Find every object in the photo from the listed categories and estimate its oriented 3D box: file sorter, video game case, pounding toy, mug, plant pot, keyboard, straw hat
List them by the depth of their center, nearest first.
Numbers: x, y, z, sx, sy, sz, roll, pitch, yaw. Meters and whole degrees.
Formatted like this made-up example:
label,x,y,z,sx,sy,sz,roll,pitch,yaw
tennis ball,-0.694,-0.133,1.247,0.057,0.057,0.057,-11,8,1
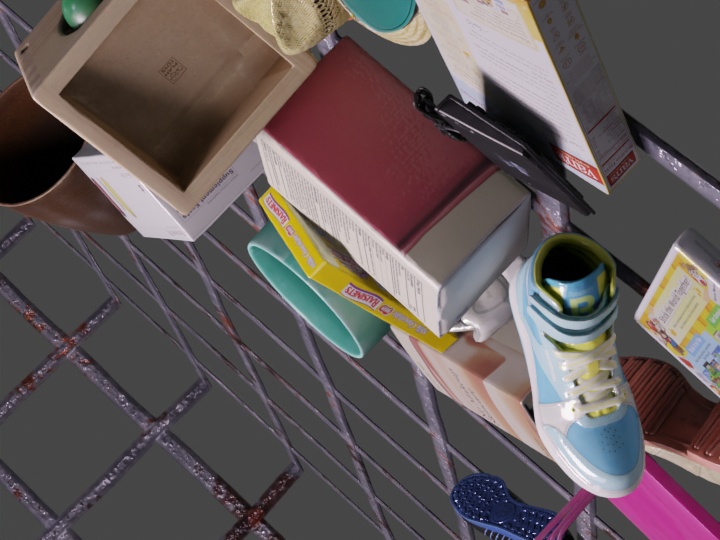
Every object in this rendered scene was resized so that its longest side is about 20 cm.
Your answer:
label,x,y,z,sx,sy,sz,roll,pitch,yaw
keyboard,0.091,-0.088,1.432,0.127,0.021,0.200,29,179,20
video game case,0.275,0.063,1.457,0.182,0.023,0.200,43,169,10
straw hat,-0.044,-0.201,1.492,0.201,0.085,0.201,43,168,11
pounding toy,-0.158,-0.190,1.589,0.200,0.184,0.142,38,-171,-28
mug,-0.009,-0.011,1.934,0.152,0.114,0.185,47,168,-13
file sorter,0.246,0.264,1.975,0.139,0.125,0.200,43,168,6
plant pot,-0.344,-0.126,2.604,0.187,0.187,0.200,34,179,40

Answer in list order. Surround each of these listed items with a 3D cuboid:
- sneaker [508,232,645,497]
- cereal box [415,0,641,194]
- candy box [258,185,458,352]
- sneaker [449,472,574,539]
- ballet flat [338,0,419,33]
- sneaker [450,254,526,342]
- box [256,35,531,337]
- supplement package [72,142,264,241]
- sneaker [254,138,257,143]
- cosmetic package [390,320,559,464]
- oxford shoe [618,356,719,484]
label,x,y,z,sx,sy,sz,roll,pitch,yaw
sneaker,0.166,0.065,1.565,0.131,0.079,0.201,100,151,-71
cereal box,0.094,-0.146,1.320,0.144,0.040,0.200,37,167,37
candy box,0.000,0.000,1.779,0.200,0.026,0.102,31,-159,-49
sneaker,0.181,0.303,2.461,0.200,0.070,0.078,26,151,54
ballet flat,-0.018,-0.245,1.345,0.200,0.075,0.064,57,-166,-30
sneaker,0.077,0.005,1.793,0.075,0.081,0.200,49,169,-27
box,0.027,-0.065,1.651,0.200,0.109,0.128,42,168,14
supplement package,-0.167,-0.121,2.004,0.111,0.156,0.200,47,167,-14
sneaker,-0.037,-0.122,1.815,0.083,0.081,0.200,28,174,12
cosmetic package,0.129,0.081,1.847,0.200,0.087,0.104,29,162,53
oxford shoe,0.252,0.128,1.636,0.200,0.071,0.074,31,164,50
